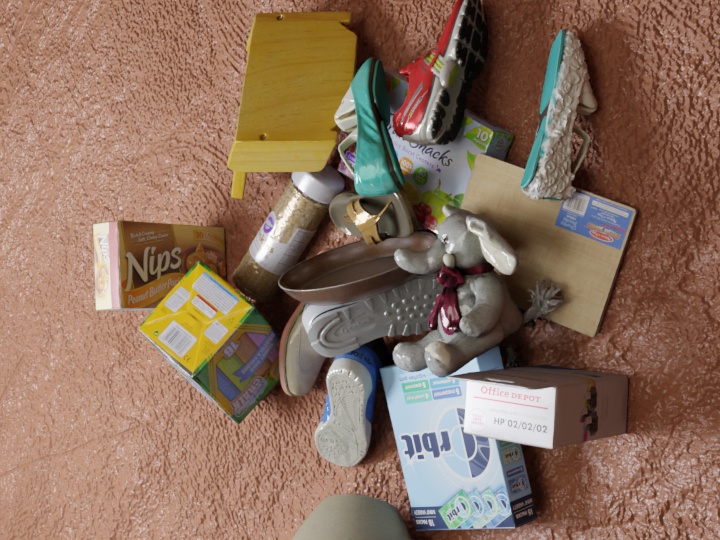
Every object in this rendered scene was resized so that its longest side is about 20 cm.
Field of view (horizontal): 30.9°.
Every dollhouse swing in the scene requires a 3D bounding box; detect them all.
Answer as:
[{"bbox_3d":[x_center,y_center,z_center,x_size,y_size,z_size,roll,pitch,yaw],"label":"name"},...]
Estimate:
[{"bbox_3d":[-0.087,-0.200,1.692,0.180,0.176,0.202,1,60,8],"label":"dollhouse swing"}]

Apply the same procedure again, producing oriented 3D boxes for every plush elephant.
[{"bbox_3d":[0.110,0.009,1.430,0.199,0.165,0.156,-27,94,-7],"label":"plush elephant"}]

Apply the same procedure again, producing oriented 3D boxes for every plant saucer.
[{"bbox_3d":[0.000,0.000,1.568,0.199,0.200,0.032,-6,107,39],"label":"plant saucer"}]

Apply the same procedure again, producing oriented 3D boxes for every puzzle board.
[{"bbox_3d":[0.200,-0.030,1.478,0.198,0.017,0.152,22,103,23],"label":"puzzle board"}]

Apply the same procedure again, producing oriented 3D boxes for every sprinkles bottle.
[{"bbox_3d":[-0.096,-0.052,1.720,0.068,0.068,0.201,48,118,29],"label":"sprinkles bottle"}]

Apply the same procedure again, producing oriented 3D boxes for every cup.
[{"bbox_3d":[-0.009,0.358,1.585,0.199,0.200,0.144,-18,49,38],"label":"cup"}]

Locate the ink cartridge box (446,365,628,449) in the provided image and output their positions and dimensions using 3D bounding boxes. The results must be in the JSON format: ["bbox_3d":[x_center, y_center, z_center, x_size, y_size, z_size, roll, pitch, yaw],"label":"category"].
[{"bbox_3d":[0.189,0.145,1.393,0.114,0.199,0.069,4,92,40],"label":"ink cartridge box"}]

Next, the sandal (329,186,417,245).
[{"bbox_3d":[0.008,-0.064,1.594,0.081,0.054,0.199,59,155,-13],"label":"sandal"}]

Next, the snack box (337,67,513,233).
[{"bbox_3d":[0.076,-0.144,1.587,0.199,0.053,0.143,34,109,35],"label":"snack box"}]

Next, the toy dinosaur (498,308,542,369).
[{"bbox_3d":[0.160,0.074,1.522,0.088,0.047,0.202,15,96,46],"label":"toy dinosaur"}]

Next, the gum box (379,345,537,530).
[{"bbox_3d":[0.111,0.200,1.525,0.169,0.044,0.202,-14,89,49],"label":"gum box"}]

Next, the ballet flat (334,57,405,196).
[{"bbox_3d":[0.004,-0.169,1.532,0.070,0.068,0.202,-16,54,11],"label":"ballet flat"}]

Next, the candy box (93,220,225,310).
[{"bbox_3d":[-0.271,-0.004,1.780,0.055,0.199,0.117,-6,85,39],"label":"candy box"}]

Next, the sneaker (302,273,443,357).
[{"bbox_3d":[0.026,0.038,1.574,0.081,0.198,0.077,-112,10,-65],"label":"sneaker"}]

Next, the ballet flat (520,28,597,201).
[{"bbox_3d":[0.227,-0.167,1.450,0.071,0.072,0.202,4,73,40],"label":"ballet flat"}]

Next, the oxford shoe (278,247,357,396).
[{"bbox_3d":[-0.049,0.076,1.679,0.073,0.070,0.202,25,105,34],"label":"oxford shoe"}]

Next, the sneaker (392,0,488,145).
[{"bbox_3d":[0.088,-0.240,1.523,0.084,0.077,0.202,9,67,33],"label":"sneaker"}]

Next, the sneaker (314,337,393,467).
[{"bbox_3d":[-0.005,0.154,1.647,0.076,0.112,0.201,16,136,13],"label":"sneaker"}]

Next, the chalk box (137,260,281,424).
[{"bbox_3d":[-0.179,0.107,1.731,0.124,0.200,0.124,35,78,32],"label":"chalk box"}]
